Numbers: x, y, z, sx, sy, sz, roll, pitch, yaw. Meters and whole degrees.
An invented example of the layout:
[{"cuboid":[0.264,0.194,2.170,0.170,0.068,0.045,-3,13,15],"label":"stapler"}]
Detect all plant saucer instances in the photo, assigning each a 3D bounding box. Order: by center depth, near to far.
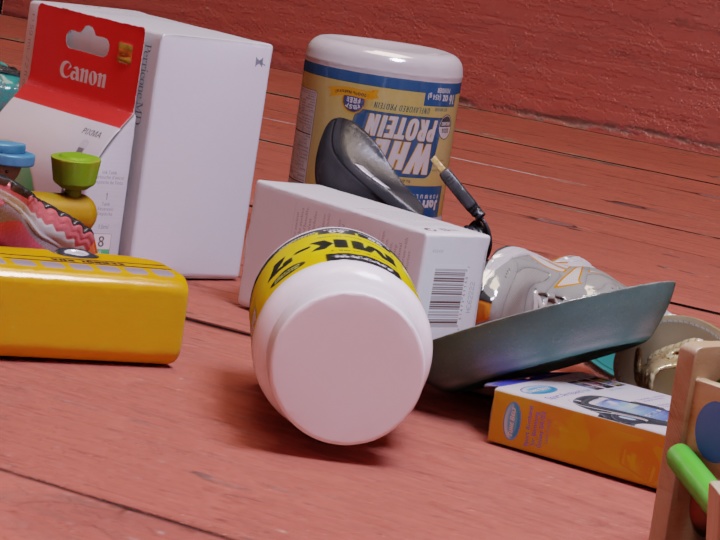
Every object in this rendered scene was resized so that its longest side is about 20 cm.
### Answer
[{"cuboid":[0.125,0.050,1.656,0.199,0.036,0.200,-15,-6,-2],"label":"plant saucer"}]

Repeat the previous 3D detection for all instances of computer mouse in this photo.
[{"cuboid":[0.024,-0.054,1.889,0.046,0.141,0.200,-22,66,-32],"label":"computer mouse"}]

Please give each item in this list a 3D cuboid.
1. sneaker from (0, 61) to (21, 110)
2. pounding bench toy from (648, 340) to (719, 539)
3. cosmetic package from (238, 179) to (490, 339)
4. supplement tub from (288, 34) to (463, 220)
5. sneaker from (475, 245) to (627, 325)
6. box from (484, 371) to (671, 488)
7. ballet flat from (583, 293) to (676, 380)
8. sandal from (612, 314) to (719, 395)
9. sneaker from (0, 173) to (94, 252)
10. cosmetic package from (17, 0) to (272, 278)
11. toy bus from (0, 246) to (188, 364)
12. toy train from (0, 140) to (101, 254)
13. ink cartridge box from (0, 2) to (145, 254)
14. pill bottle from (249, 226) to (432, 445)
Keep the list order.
[{"cuboid":[-0.372,-0.192,2.691,0.120,0.084,0.200,7,0,-41],"label":"sneaker"},{"cuboid":[0.219,0.111,1.284,0.199,0.125,0.156,2,11,-36],"label":"pounding bench toy"},{"cuboid":[0.000,0.000,1.834,0.071,0.102,0.200,1,13,-43],"label":"cosmetic package"},{"cuboid":[0.010,-0.104,2.159,0.144,0.201,0.145,8,9,-1],"label":"supplement tub"},{"cuboid":[0.165,0.026,1.924,0.092,0.076,0.200,20,15,33],"label":"sneaker"},{"cuboid":[0.178,0.105,1.557,0.199,0.042,0.119,12,9,33],"label":"box"},{"cuboid":[0.238,0.073,1.771,0.072,0.072,0.200,0,15,-42],"label":"ballet flat"},{"cuboid":[0.229,0.079,1.637,0.069,0.078,0.211,8,12,-41],"label":"sandal"},{"cuboid":[-0.259,-0.022,1.661,0.074,0.087,0.200,25,-6,31],"label":"sneaker"},{"cuboid":[-0.191,-0.111,2.020,0.123,0.200,0.200,1,12,-43],"label":"cosmetic package"},{"cuboid":[-0.223,0.022,1.609,0.199,0.065,0.078,4,12,-28],"label":"toy bus"},{"cuboid":[-0.215,-0.037,1.809,0.199,0.116,0.085,2,12,-35],"label":"toy train"},{"cuboid":[-0.249,-0.110,1.959,0.050,0.201,0.161,-2,13,-42],"label":"ink cartridge box"},{"cuboid":[-0.013,0.042,1.527,0.114,0.115,0.200,8,9,-5],"label":"pill bottle"}]
